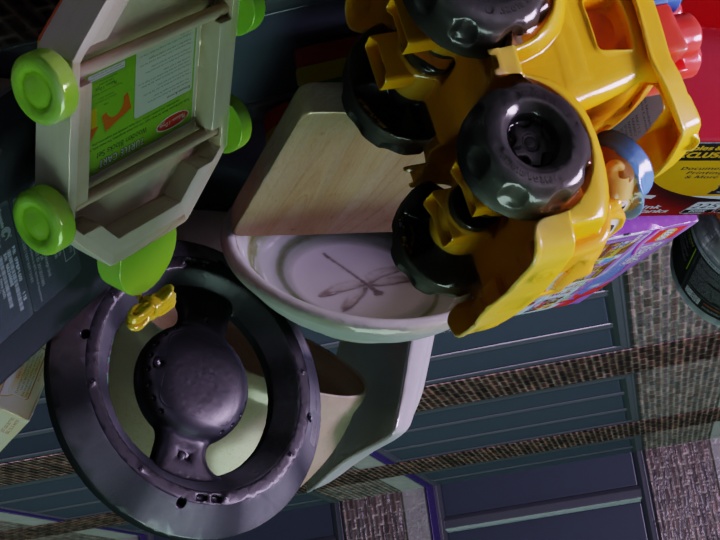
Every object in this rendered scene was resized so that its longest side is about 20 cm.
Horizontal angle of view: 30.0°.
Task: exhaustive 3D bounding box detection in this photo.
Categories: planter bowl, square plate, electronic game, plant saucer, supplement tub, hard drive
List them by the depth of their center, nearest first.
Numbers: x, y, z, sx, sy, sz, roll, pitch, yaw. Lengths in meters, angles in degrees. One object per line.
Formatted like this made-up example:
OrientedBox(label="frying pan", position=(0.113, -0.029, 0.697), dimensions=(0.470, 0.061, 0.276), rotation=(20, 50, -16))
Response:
OrientedBox(label="hard drive", position=(-0.161, -0.032, 0.688), dimensions=(0.033, 0.200, 0.141), rotation=(24, 139, 23))
OrientedBox(label="electronic game", position=(-0.111, 0.075, 0.873), dimensions=(0.198, 0.203, 0.041), rotation=(4, 157, -35))
OrientedBox(label="plant saucer", position=(0.000, 0.000, 0.926), dimensions=(0.197, 0.201, 0.051), rotation=(-2, 123, -19))
OrientedBox(label="planter bowl", position=(-0.110, 0.113, 1.028), dimensions=(0.198, 0.136, 0.200), rotation=(23, -173, -3))
OrientedBox(label="supplement tub", position=(0.320, -0.031, 1.083), dimensions=(0.121, 0.124, 0.200), rotation=(-9, 164, 4))
OrientedBox(label="square plate", position=(0.018, 0.069, 1.090), dimensions=(0.028, 0.201, 0.200), rotation=(20, 153, -14))

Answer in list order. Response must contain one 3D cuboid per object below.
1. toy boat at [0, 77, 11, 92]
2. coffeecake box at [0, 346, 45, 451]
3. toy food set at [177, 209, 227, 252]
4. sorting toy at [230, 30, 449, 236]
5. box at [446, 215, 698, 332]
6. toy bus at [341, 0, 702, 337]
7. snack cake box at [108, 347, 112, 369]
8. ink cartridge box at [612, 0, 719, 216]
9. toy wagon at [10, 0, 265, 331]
OrientedBox(label="toy boat", position=(-0.204, -0.034, 0.800), dimensions=(0.198, 0.133, 0.130), rotation=(3, 161, -33))
OrientedBox(label="coffeecake box", position=(-0.348, 0.063, 1.027), dimensions=(0.198, 0.074, 0.153), rotation=(26, 152, -16))
OrientedBox(label="toy food set", position=(-0.079, -0.005, 1.117), dimensions=(0.141, 0.061, 0.200), rotation=(4, 162, -1))
OrientedBox(label="sorting toy", position=(0.030, -0.089, 0.839), dimensions=(0.196, 0.071, 0.200), rotation=(-3, 163, -18))
OrientedBox(label="box", position=(0.153, -0.009, 1.048), dimensions=(0.135, 0.040, 0.200), rotation=(-10, 165, -22))
OrientedBox(label="toy bus", position=(0.102, -0.086, 0.676), dimensions=(0.189, 0.203, 0.136), rotation=(-9, 162, -22))
OrientedBox(label="snack cake box", position=(-0.209, 0.065, 1.179), dimensions=(0.114, 0.068, 0.199), rotation=(10, 178, 39))
OrientedBox(label="ink cartridge box", position=(0.263, -0.103, 0.880), dimensions=(0.197, 0.085, 0.176), rotation=(-2, 162, -18))
OrientedBox(label="toy wagon", position=(-0.112, -0.063, 0.673), dimensions=(0.039, 0.202, 0.155), rotation=(25, -145, 22))
